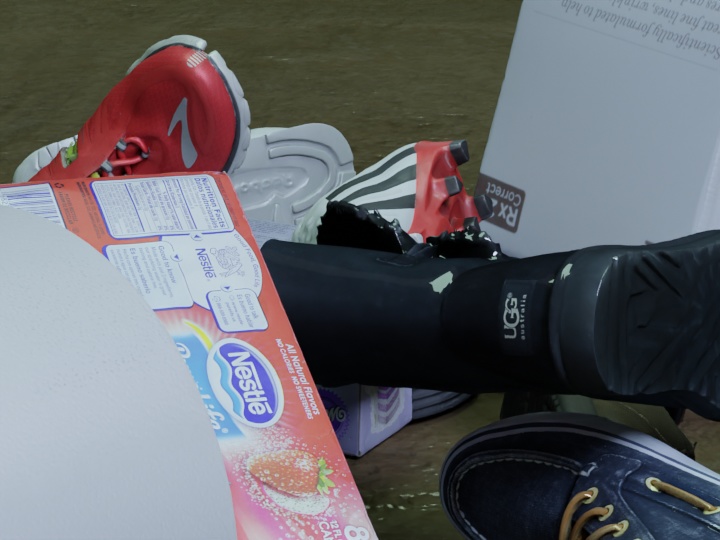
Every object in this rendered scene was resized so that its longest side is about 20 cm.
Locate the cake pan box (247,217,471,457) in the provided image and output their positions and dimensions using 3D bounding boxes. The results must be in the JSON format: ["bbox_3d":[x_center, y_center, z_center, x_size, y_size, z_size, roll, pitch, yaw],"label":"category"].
[{"bbox_3d":[-0.037,0.026,1.374,0.199,0.053,0.184,9,21,25],"label":"cake pan box"}]

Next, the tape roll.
[{"bbox_3d":[-0.156,0.089,0.895,0.202,0.204,0.139,15,21,39],"label":"tape roll"}]

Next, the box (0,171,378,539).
[{"bbox_3d":[-0.075,0.065,1.034,0.099,0.096,0.201,-5,46,-21],"label":"box"}]

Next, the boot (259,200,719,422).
[{"bbox_3d":[0.067,0.015,1.127,0.167,0.077,0.200,6,1,35],"label":"boot"}]

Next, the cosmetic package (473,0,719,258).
[{"bbox_3d":[0.190,-0.059,1.390,0.199,0.166,0.165,9,10,-38],"label":"cosmetic package"}]

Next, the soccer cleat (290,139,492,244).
[{"bbox_3d":[0.000,0.000,1.285,0.085,0.069,0.200,-17,21,23],"label":"soccer cleat"}]

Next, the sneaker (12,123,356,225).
[{"bbox_3d":[-0.105,-0.045,1.590,0.199,0.077,0.080,-2,5,-25],"label":"sneaker"}]

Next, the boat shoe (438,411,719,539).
[{"bbox_3d":[0.100,0.107,1.074,0.199,0.071,0.091,14,17,31],"label":"boat shoe"}]

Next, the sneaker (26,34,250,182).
[{"bbox_3d":[-0.129,-0.038,1.421,0.077,0.200,0.085,46,37,1],"label":"sneaker"}]

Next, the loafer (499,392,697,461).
[{"bbox_3d":[0.105,0.064,1.243,0.071,0.073,0.200,8,22,-7],"label":"loafer"}]
